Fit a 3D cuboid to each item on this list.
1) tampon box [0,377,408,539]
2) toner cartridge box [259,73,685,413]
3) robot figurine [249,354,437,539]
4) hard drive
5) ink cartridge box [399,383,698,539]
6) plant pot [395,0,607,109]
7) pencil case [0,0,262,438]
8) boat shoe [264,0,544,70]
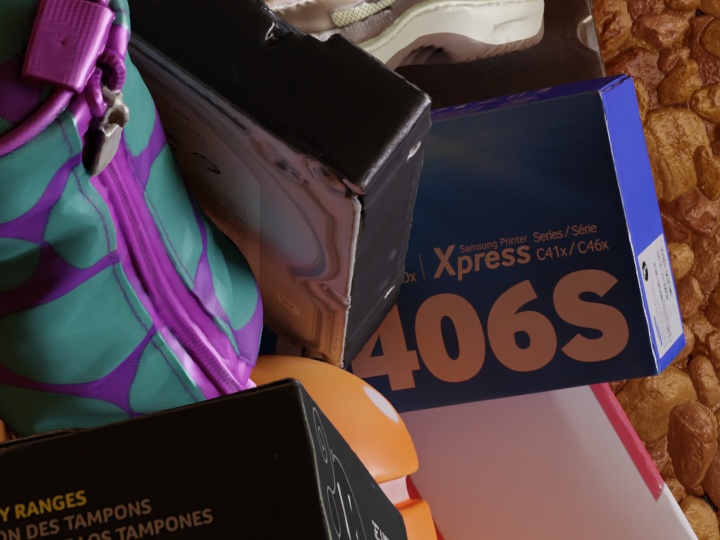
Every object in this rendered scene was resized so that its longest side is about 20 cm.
[{"bbox_3d":[-0.043,0.144,0.551,0.150,0.126,0.201,62,16,-72],"label":"tampon box"},{"bbox_3d":[0.000,0.000,0.883,0.043,0.199,0.095,-30,108,-68],"label":"toner cartridge box"},{"bbox_3d":[-0.027,0.113,0.818,0.144,0.116,0.201,-7,85,-60],"label":"robot figurine"},{"bbox_3d":[-0.049,-0.043,0.767,0.140,0.038,0.200,36,-13,7],"label":"hard drive"},{"bbox_3d":[0.080,0.113,0.984,0.148,0.085,0.200,60,1,16],"label":"ink cartridge box"},{"bbox_3d":[0.011,-0.021,1.060,0.200,0.198,0.201,-12,90,-83],"label":"plant pot"},{"bbox_3d":[-0.081,-0.018,0.671,0.085,0.092,0.200,-59,159,-17],"label":"pencil case"},{"bbox_3d":[-0.011,-0.106,0.918,0.202,0.075,0.075,-19,112,-52],"label":"boat shoe"}]
